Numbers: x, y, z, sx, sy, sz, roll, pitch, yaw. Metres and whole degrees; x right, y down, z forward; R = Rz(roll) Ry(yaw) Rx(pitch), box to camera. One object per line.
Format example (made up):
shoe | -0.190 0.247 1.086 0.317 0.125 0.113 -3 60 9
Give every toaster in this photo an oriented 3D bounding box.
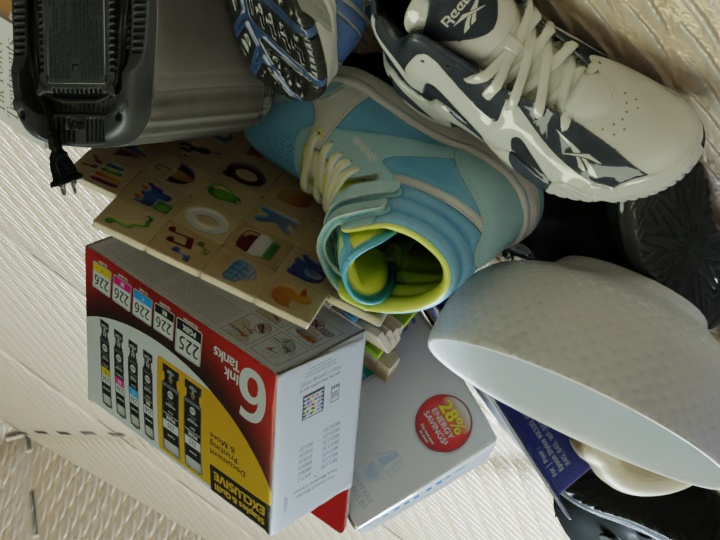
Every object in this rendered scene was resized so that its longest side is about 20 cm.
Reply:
toaster | -0.119 -0.146 0.983 0.113 0.202 0.129 4 -173 39

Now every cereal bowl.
cereal bowl | 0.142 0.049 1.018 0.199 0.084 0.200 25 169 5

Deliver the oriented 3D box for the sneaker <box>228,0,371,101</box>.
sneaker | -0.040 -0.192 0.930 0.075 0.077 0.201 20 140 29

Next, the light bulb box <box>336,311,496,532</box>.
light bulb box | 0.001 0.086 1.323 0.199 0.124 0.200 58 177 10

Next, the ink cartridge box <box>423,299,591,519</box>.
ink cartridge box | 0.087 0.054 1.202 0.198 0.047 0.200 57 177 -13

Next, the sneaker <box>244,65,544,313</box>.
sneaker | -0.008 -0.046 0.993 0.199 0.131 0.080 21 132 25

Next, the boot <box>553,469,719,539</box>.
boot | 0.198 0.190 1.484 0.199 0.077 0.168 30 159 -9

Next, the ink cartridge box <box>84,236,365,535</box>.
ink cartridge box | -0.097 0.085 1.200 0.199 0.084 0.177 30 130 36

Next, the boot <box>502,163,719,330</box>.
boot | 0.117 -0.045 1.056 0.199 0.066 0.165 25 159 38

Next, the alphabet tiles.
alphabet tiles | -0.063 -0.034 1.016 0.199 0.167 0.006 25 121 5

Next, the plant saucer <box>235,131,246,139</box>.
plant saucer | -0.104 -0.100 1.185 0.201 0.034 0.200 61 176 8

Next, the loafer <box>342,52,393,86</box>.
loafer | 0.000 -0.107 1.099 0.199 0.073 0.072 4 126 43

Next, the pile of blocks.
pile of blocks | 0.000 0.000 1.147 0.082 0.062 0.200 32 164 32

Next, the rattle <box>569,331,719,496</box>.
rattle | 0.217 0.089 1.214 0.199 0.131 0.143 14 -173 -33

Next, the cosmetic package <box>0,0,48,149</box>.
cosmetic package | -0.248 -0.200 1.163 0.150 0.052 0.201 34 139 23

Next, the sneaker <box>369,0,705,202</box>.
sneaker | 0.079 -0.112 0.907 0.199 0.080 0.130 34 174 34
